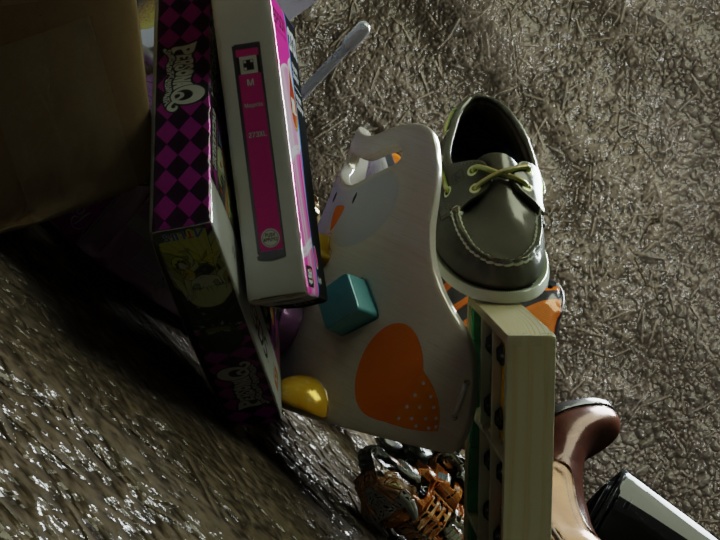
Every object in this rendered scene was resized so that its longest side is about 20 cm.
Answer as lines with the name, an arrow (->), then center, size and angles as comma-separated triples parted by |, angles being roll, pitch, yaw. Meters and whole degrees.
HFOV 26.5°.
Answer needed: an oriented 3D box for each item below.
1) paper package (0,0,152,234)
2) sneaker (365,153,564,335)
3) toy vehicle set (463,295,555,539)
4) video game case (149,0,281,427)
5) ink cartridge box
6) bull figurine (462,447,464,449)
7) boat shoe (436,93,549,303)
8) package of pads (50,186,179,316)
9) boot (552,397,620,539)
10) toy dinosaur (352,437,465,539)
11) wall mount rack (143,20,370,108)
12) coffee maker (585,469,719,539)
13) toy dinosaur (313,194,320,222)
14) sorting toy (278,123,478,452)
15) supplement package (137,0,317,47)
paper package -> -0.188, -0.155, 0.777 | 0.191, 0.103, 0.201 | 46, -34, 51
sneaker -> 0.066, 0.006, 1.018 | 0.078, 0.111, 0.201 | 117, -38, -56
toy vehicle set -> 0.081, 0.122, 0.856 | 0.026, 0.202, 0.124 | 0, 8, -5
video game case -> -0.077, -0.046, 0.833 | 0.182, 0.036, 0.201 | 77, 7, -52
ink cartridge box -> -0.050, -0.081, 0.800 | 0.095, 0.037, 0.202 | 24, 56, -84
bull figurine -> 0.031, 0.083, 1.165 | 0.199, 0.066, 0.121 | 21, -2, 14
boat shoe -> 0.079, -0.047, 0.944 | 0.071, 0.061, 0.202 | 4, 28, -4
package of pads -> -0.131, -0.032, 0.974 | 0.120, 0.076, 0.200 | 42, 1, 30
boot -> 0.180, 0.199, 1.156 | 0.200, 0.187, 0.069 | 43, -43, 33
toy dinosaur -> 0.063, 0.161, 1.010 | 0.200, 0.102, 0.136 | 60, 15, -44
wall mount rack -> -0.097, -0.135, 0.976 | 0.200, 0.173, 0.075 | 36, 49, -54
coffee maker -> 0.263, 0.257, 1.239 | 0.199, 0.193, 0.135 | 34, 41, 4
toy dinosaur -> -0.036, 0.032, 1.103 | 0.102, 0.058, 0.201 | -77, 173, -45
sorting toy -> 0.000, 0.000, 0.932 | 0.106, 0.181, 0.200 | 15, -2, -20
supplement package -> -0.095, -0.222, 1.001 | 0.113, 0.199, 0.110 | 16, 60, -38
